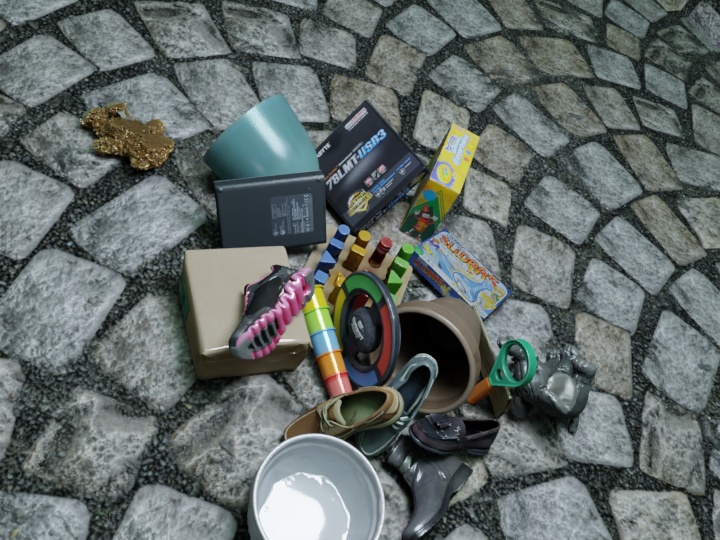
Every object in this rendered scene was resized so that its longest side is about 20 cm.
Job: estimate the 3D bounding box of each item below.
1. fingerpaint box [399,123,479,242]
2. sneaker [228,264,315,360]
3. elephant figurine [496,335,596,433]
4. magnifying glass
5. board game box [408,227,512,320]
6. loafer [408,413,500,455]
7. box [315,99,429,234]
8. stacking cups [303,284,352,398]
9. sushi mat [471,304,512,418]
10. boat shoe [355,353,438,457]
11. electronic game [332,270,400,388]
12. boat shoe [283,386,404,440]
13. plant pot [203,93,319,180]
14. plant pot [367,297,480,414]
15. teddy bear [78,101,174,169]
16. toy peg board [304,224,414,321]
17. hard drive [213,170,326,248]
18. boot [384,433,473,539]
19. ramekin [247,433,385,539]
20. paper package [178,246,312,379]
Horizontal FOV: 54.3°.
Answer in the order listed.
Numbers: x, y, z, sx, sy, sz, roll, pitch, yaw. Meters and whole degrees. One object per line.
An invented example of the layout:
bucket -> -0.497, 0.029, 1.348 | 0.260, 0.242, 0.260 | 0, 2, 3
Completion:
fingerpaint box -> 0.171, -0.186, 1.501 | 0.073, 0.167, 0.201 | 27, 48, -3
sneaker -> -0.156, 0.059, 1.113 | 0.095, 0.080, 0.200 | 20, 46, 21
elephant figurine -> 0.328, 0.211, 1.288 | 0.199, 0.142, 0.155 | -2, 40, -42
magnifying glass -> 0.242, 0.186, 1.230 | 0.022, 0.200, 0.080 | -1, 59, -25
board game box -> 0.204, 0.011, 1.443 | 0.200, 0.035, 0.135 | 45, 41, 12
loafer -> 0.162, 0.266, 1.182 | 0.199, 0.063, 0.072 | 18, 25, -42
box -> 0.006, -0.211, 1.442 | 0.199, 0.200, 0.050 | 51, 10, 15
stacking cups -> -0.058, 0.126, 1.221 | 0.060, 0.061, 0.202 | -13, 72, -31
sushi mat -> 0.235, 0.170, 1.312 | 0.012, 0.096, 0.201 | -8, 58, -12
boat shoe -> 0.056, 0.223, 1.144 | 0.073, 0.062, 0.201 | 37, 92, 3
electronic game -> 0.006, 0.101, 1.190 | 0.041, 0.200, 0.201 | -2, 56, -31
boat shoe -> -0.032, 0.226, 1.103 | 0.198, 0.074, 0.076 | -24, 62, 9
plant pot -> -0.175, -0.211, 1.355 | 0.161, 0.200, 0.201 | 50, 50, -4
plant pot -> 0.138, 0.128, 1.254 | 0.200, 0.201, 0.174 | 42, 33, 10
teddy bear -> -0.449, -0.258, 1.358 | 0.199, 0.067, 0.145 | 26, 40, 4
toy peg board -> 0.000, 0.000, 1.332 | 0.198, 0.098, 0.201 | 27, 49, -3
hard drive -> -0.163, -0.104, 1.286 | 0.198, 0.141, 0.033 | -8, 30, -14
boot -> 0.086, 0.345, 1.139 | 0.131, 0.070, 0.200 | 40, 37, 12
ramekin -> -0.073, 0.354, 1.030 | 0.198, 0.105, 0.202 | 12, 51, -15
paper package -> -0.201, 0.069, 1.188 | 0.189, 0.104, 0.201 | -3, 57, -26
